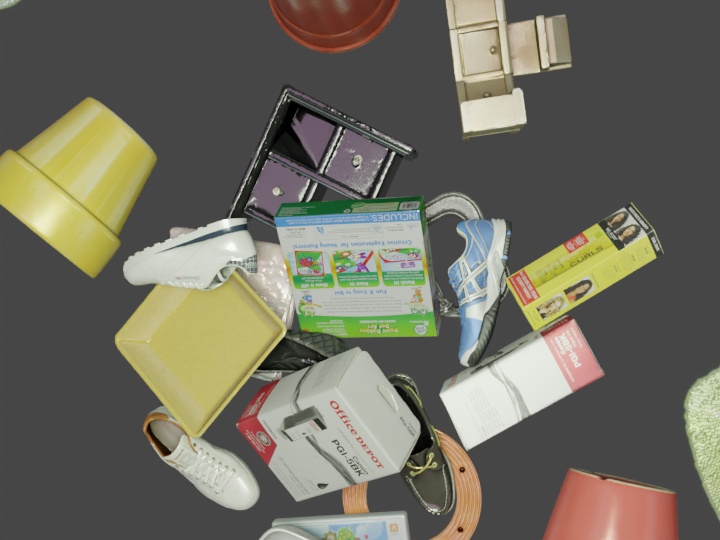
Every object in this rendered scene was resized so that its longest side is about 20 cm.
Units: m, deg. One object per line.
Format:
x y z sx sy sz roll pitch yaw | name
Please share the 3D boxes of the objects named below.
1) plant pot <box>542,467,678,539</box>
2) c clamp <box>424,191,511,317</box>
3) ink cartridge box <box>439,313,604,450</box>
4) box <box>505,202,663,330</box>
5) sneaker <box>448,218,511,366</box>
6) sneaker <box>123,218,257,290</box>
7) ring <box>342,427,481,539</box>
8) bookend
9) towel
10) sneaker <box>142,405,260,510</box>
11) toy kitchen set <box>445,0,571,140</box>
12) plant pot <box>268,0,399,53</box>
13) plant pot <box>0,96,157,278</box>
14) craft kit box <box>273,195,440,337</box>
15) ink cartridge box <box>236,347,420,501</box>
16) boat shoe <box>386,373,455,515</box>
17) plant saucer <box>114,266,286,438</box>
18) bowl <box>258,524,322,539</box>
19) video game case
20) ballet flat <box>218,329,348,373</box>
0.323 0.359 1.227 0.197 0.200 0.181 11 84 7 | plant pot
0.110 -0.017 1.325 0.169 0.027 0.202 -33 87 1 | c clamp
0.208 0.143 1.251 0.198 0.147 0.084 -30 86 6 | ink cartridge box
0.297 -0.005 1.268 0.198 0.076 0.050 -32 126 9 | box
0.153 0.028 1.279 0.076 0.076 0.204 10 82 8 | sneaker
-0.230 -0.006 1.272 0.197 0.076 0.082 -18 92 22 | sneaker
0.072 0.316 1.338 0.196 0.019 0.205 0 92 8 | ring
-0.052 -0.118 1.310 0.196 0.092 0.203 27 96 6 | bookend
-0.192 0.047 1.363 0.196 0.032 0.195 10 92 7 | towel
-0.232 0.275 1.347 0.199 0.085 0.073 37 94 4 | sneaker
0.199 -0.284 1.227 0.160 0.180 0.204 -8 94 7 | toy kitchen set
-0.050 -0.410 1.252 0.197 0.195 0.205 0 91 8 | plant pot
-0.387 -0.125 1.316 0.200 0.201 0.190 38 79 5 | plant pot
0.000 0.000 1.271 0.196 0.049 0.200 -1 121 14 | craft kit box
-0.043 0.206 1.250 0.198 0.083 0.148 -26 108 39 | ink cartridge box
0.074 0.243 1.296 0.071 0.061 0.204 -22 88 7 | boat shoe
-0.214 0.091 1.308 0.200 0.048 0.201 44 98 22 | plant saucer
-0.075 0.459 1.304 0.198 0.075 0.202 29 101 8 | bowl
-0.020 0.437 1.339 0.196 0.022 0.186 -7 93 14 | video game case
-0.111 0.112 1.308 0.196 0.057 0.068 -1 97 15 | ballet flat
